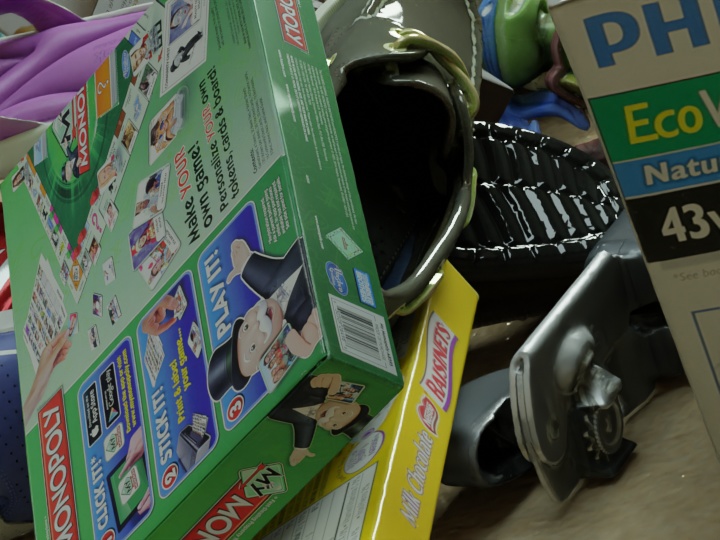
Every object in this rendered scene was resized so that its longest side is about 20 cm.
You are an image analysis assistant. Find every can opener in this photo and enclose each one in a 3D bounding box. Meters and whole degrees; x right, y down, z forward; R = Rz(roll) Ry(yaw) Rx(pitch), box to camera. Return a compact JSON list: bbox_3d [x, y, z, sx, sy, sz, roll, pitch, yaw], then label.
[{"bbox_3d":[0.080,0.009,0.967,0.067,0.053,0.200,-4,25,30],"label":"can opener"}]

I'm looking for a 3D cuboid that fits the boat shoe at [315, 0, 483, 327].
[{"bbox_3d":[0.008,-0.039,0.952,0.060,0.072,0.202,-36,21,39],"label":"boat shoe"}]

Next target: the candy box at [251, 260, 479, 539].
[{"bbox_3d":[-0.017,0.071,0.888,0.102,0.026,0.200,-39,15,22],"label":"candy box"}]

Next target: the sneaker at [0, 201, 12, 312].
[{"bbox_3d":[-0.141,-0.009,1.066,0.115,0.078,0.200,-2,41,7],"label":"sneaker"}]

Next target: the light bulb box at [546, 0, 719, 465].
[{"bbox_3d":[0.139,-0.069,0.850,0.125,0.200,0.198,-13,39,14],"label":"light bulb box"}]

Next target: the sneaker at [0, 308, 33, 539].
[{"bbox_3d":[-0.171,0.098,0.940,0.199,0.081,0.115,-25,25,2],"label":"sneaker"}]

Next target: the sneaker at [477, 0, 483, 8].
[{"bbox_3d":[0.008,-0.145,1.234,0.200,0.071,0.080,25,89,56],"label":"sneaker"}]

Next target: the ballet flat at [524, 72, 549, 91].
[{"bbox_3d":[0.058,-0.119,1.271,0.076,0.064,0.200,-27,23,-24],"label":"ballet flat"}]

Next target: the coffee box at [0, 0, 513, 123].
[{"bbox_3d":[-0.053,-0.089,1.122,0.114,0.080,0.200,15,17,-44],"label":"coffee box"}]

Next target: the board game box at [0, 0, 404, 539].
[{"bbox_3d":[-0.054,0.001,0.884,0.135,0.029,0.200,-47,36,29],"label":"board game box"}]

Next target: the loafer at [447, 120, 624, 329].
[{"bbox_3d":[0.000,0.000,1.027,0.200,0.071,0.073,-6,47,-10],"label":"loafer"}]

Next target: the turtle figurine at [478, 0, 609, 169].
[{"bbox_3d":[0.139,-0.130,1.091,0.194,0.200,0.144,8,-15,13],"label":"turtle figurine"}]

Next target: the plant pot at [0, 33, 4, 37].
[{"bbox_3d":[-0.306,-0.124,1.424,0.196,0.200,0.200,-8,23,43],"label":"plant pot"}]

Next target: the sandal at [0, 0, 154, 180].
[{"bbox_3d":[-0.130,-0.068,1.020,0.203,0.050,0.082,-16,37,8],"label":"sandal"}]
